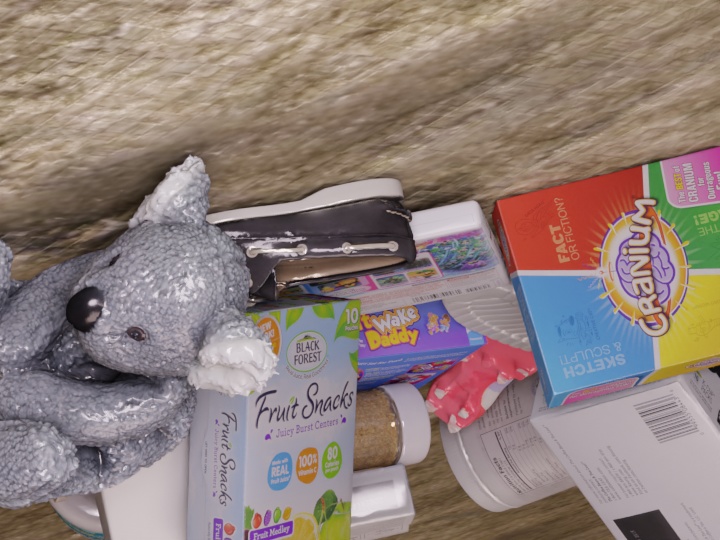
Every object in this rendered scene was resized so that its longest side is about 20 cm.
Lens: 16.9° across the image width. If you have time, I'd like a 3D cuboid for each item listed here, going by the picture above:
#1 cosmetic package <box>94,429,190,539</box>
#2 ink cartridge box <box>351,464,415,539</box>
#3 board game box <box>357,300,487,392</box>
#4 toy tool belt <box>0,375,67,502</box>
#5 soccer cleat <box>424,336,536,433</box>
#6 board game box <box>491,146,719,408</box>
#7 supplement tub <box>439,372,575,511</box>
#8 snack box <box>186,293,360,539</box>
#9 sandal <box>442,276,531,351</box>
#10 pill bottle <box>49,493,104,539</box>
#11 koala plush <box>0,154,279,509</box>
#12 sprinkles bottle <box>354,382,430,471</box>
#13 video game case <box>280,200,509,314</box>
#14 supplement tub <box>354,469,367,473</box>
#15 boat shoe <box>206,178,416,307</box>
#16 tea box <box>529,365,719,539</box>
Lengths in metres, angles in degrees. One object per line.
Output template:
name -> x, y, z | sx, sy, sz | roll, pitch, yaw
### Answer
cosmetic package -> -0.151, 0.123, 1.707 | 0.085, 0.200, 0.108 | -12, -157, -10
ink cartridge box -> -0.039, 0.208, 2.037 | 0.162, 0.057, 0.200 | -12, 174, -2
board game box -> -0.017, 0.070, 1.969 | 0.200, 0.045, 0.134 | -5, 162, -31
toy tool belt -> -0.259, 0.128, 1.797 | 0.125, 0.123, 0.200 | -10, 164, -16
soccer cleat -> 0.118, 0.071, 2.099 | 0.076, 0.067, 0.200 | -51, 179, -38
board game box -> 0.211, 0.001, 1.748 | 0.200, 0.153, 0.040 | -14, 163, -6
supplement tub -> 0.187, 0.131, 2.217 | 0.200, 0.132, 0.132 | -24, 162, 31
snack box -> -0.060, 0.121, 1.685 | 0.053, 0.200, 0.142 | 6, -174, 30
sandal -> 0.131, 0.026, 1.948 | 0.082, 0.050, 0.203 | -14, 153, 32
pill bottle -> -0.203, 0.164, 1.978 | 0.111, 0.111, 0.200 | -13, 172, -6
koala plush -> -0.139, 0.031, 1.504 | 0.184, 0.177, 0.200 | 2, 149, -45
sprinkles bottle -> -0.045, 0.137, 1.966 | 0.200, 0.068, 0.068 | -8, 163, -24
video game case -> 0.000, 0.000, 1.755 | 0.200, 0.024, 0.182 | -11, 165, 7
supplement tub -> -0.105, 0.213, 2.201 | 0.200, 0.145, 0.145 | -23, 163, 26
boat shoe -> -0.061, -0.008, 1.626 | 0.200, 0.060, 0.074 | -13, 164, -7
tea box -> 0.249, 0.100, 1.888 | 0.134, 0.197, 0.200 | -18, 125, 29
